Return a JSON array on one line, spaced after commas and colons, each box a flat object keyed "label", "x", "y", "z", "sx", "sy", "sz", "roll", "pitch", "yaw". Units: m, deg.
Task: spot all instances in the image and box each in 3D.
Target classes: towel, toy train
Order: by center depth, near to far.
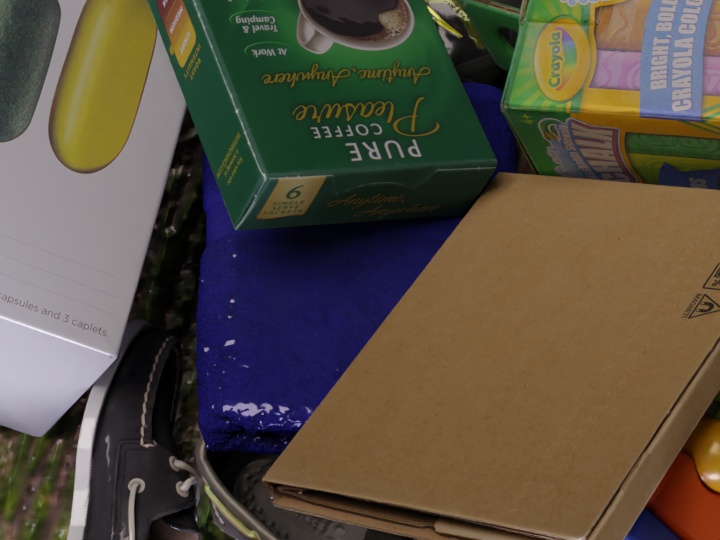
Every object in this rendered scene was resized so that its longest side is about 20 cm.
[{"label": "toy train", "x": 0.138, "y": 0.078, "z": 1.071, "sx": 0.116, "sy": 0.085, "sz": 0.200, "roll": -54, "pitch": 22, "yaw": -10}, {"label": "towel", "x": 0.000, "y": 0.000, "z": 1.207, "sx": 0.147, "sy": 0.050, "sz": 0.201, "roll": 1, "pitch": 51, "yaw": -2}]

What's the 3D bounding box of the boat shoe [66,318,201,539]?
[{"label": "boat shoe", "x": -0.101, "y": 0.117, "z": 1.206, "sx": 0.060, "sy": 0.074, "sz": 0.201, "roll": 5, "pitch": 59, "yaw": 14}]

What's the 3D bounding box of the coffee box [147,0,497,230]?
[{"label": "coffee box", "x": -0.030, "y": -0.111, "z": 1.198, "sx": 0.122, "sy": 0.044, "sz": 0.201, "roll": -5, "pitch": 58, "yaw": -32}]

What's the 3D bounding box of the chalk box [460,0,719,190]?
[{"label": "chalk box", "x": 0.140, "y": -0.090, "z": 1.186, "sx": 0.199, "sy": 0.124, "sz": 0.124, "roll": 5, "pitch": 66, "yaw": 25}]

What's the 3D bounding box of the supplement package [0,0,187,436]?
[{"label": "supplement package", "x": -0.175, "y": -0.055, "z": 1.245, "sx": 0.151, "sy": 0.151, "sz": 0.201, "roll": 20, "pitch": 67, "yaw": -14}]

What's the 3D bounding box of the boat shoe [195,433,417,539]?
[{"label": "boat shoe", "x": 0.012, "y": 0.121, "z": 1.164, "sx": 0.201, "sy": 0.060, "sz": 0.072, "roll": 24, "pitch": 74, "yaw": 30}]

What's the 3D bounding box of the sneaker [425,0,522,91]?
[{"label": "sneaker", "x": -0.001, "y": -0.145, "z": 1.300, "sx": 0.199, "sy": 0.075, "sz": 0.085, "roll": 21, "pitch": 74, "yaw": 30}]

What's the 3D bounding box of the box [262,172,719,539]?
[{"label": "box", "x": 0.075, "y": 0.034, "z": 1.096, "sx": 0.163, "sy": 0.021, "sz": 0.200, "roll": 7, "pitch": 46, "yaw": 39}]
